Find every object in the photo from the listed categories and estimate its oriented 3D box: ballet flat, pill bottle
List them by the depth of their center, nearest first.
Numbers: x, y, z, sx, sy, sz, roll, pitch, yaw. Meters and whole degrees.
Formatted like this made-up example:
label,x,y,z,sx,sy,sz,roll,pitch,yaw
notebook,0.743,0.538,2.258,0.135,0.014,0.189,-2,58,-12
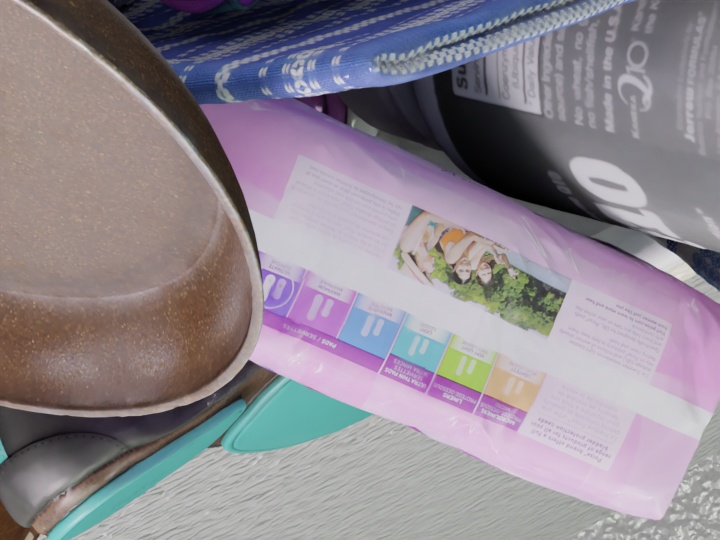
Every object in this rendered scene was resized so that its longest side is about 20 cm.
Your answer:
label,x,y,z,sx,sy,sz,roll,pitch,yaw
pill bottle,0.087,-0.068,0.787,0.114,0.115,0.200,-18,-156,-39
ballet flat,-0.050,0.029,0.866,0.068,0.069,0.200,-41,167,30

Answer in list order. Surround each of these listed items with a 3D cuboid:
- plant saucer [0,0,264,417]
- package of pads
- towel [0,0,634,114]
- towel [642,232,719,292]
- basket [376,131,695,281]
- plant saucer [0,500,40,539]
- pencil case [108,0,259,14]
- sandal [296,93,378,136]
label,x,y,z,sx,sy,sz,roll,pitch,yaw
plant saucer,-0.110,-0.034,0.635,0.032,0.200,0.200,-66,-173,-31
package of pads,0.000,0.000,0.792,0.076,0.199,0.120,-66,-158,2
towel,-0.041,-0.064,0.693,0.199,0.024,0.145,0,-165,35
towel,0.151,-0.051,0.827,0.147,0.200,0.024,-45,131,-6
basket,0.085,-0.054,0.993,0.199,0.136,0.123,-27,169,-7
plant saucer,-0.160,0.095,0.865,0.200,0.034,0.200,-43,162,-18
pencil case,0.022,-0.126,0.683,0.199,0.093,0.085,-23,165,-29
sandal,-0.053,-0.023,0.943,0.050,0.082,0.203,-32,159,-38
